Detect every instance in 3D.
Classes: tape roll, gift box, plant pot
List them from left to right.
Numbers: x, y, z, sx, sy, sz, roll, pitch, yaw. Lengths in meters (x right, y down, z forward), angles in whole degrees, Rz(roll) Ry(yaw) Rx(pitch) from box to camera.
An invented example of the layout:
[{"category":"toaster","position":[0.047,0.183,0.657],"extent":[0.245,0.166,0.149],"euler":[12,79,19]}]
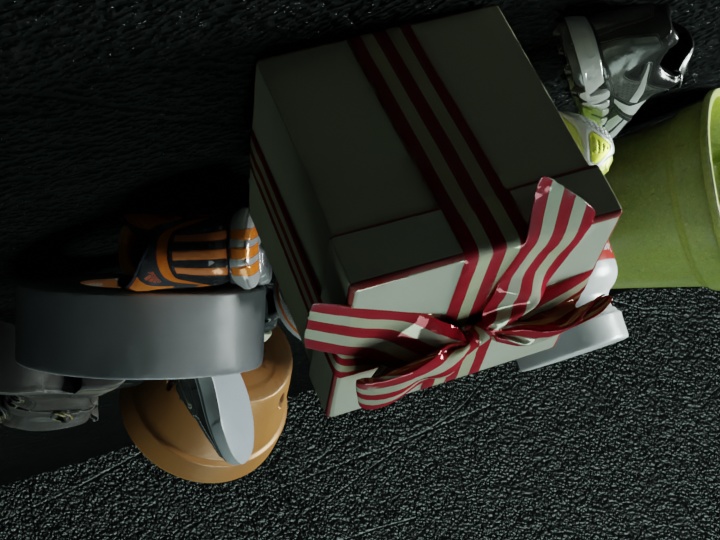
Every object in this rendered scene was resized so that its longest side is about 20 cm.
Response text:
[{"category":"tape roll","position":[-0.177,0.042,1.017],"extent":[0.200,0.066,0.200],"euler":[2,-177,0]},{"category":"plant pot","position":[-0.167,0.126,1.456],"extent":[0.200,0.200,0.140],"euler":[-12,152,-33]},{"category":"gift box","position":[0.031,-0.030,0.738],"extent":[0.184,0.187,0.200],"euler":[-19,154,-11]},{"category":"plant pot","position":[0.276,-0.059,1.215],"extent":[0.184,0.200,0.200],"euler":[-10,176,29]}]

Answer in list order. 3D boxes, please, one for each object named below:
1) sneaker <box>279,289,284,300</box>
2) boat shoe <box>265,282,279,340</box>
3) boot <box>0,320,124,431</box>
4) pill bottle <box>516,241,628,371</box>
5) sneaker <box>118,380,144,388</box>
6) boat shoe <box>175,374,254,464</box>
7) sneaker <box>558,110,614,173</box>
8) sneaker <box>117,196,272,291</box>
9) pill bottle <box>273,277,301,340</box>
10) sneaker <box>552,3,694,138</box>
[{"category":"sneaker","position":[-0.023,0.007,1.044],"extent":[0.066,0.091,0.200],"euler":[-7,159,8]},{"category":"boat shoe","position":[-0.122,0.028,1.291],"extent":[0.066,0.075,0.199],"euler":[-48,158,5]},{"category":"boot","position":[-0.330,0.116,1.212],"extent":[0.200,0.069,0.174],"euler":[11,152,-27]},{"category":"pill bottle","position":[0.148,-0.024,1.055],"extent":[0.116,0.200,0.116],"euler":[-18,171,-3]},{"category":"sneaker","position":[-0.245,0.084,1.307],"extent":[0.200,0.076,0.088],"euler":[-14,157,36]},{"category":"boat shoe","position":[-0.169,0.115,1.332],"extent":[0.057,0.200,0.069],"euler":[-12,-167,26]},{"category":"sneaker","position":[0.094,-0.061,0.910],"extent":[0.076,0.105,0.200],"euler":[30,169,-23]},{"category":"sneaker","position":[-0.127,-0.024,0.970],"extent":[0.112,0.078,0.200],"euler":[-1,-179,2]},{"category":"pill bottle","position":[0.000,0.000,1.191],"extent":[0.114,0.114,0.200],"euler":[-14,171,-26]},{"category":"sneaker","position":[0.188,-0.137,0.876],"extent":[0.090,0.066,0.200],"euler":[-17,169,10]}]
